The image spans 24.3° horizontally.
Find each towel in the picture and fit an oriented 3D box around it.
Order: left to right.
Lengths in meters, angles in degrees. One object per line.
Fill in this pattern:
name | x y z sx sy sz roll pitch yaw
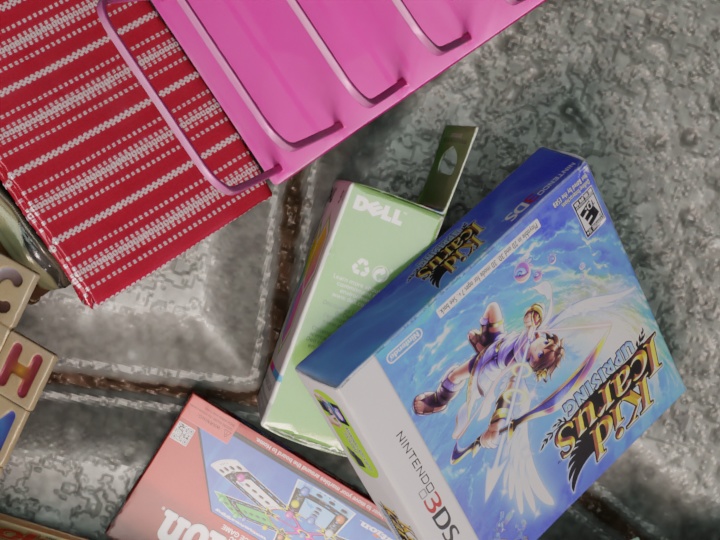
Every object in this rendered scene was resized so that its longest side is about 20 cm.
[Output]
towel | -0.157 -0.093 0.962 0.145 0.022 0.200 -35 92 -31

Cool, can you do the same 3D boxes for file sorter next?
file sorter | -0.022 -0.150 0.912 0.200 0.125 0.139 -33 92 18

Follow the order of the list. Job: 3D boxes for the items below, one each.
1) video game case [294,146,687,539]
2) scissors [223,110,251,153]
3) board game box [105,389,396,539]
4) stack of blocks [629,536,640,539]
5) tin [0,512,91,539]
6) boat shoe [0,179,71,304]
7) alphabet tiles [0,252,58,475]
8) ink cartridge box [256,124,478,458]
video game case | 0.082 0.062 0.951 0.200 0.045 0.181 -41 125 -19
scissors | -0.073 -0.072 1.008 0.073 0.014 0.200 31 90 -6
board game box | -0.044 0.169 1.025 0.200 0.019 0.103 32 92 -6
stack of blocks | 0.166 0.222 0.996 0.200 0.059 0.115 -17 74 -17
tin | -0.196 0.183 0.962 0.200 0.112 0.042 16 107 3
boat shoe | -0.245 -0.061 0.966 0.074 0.076 0.200 -33 92 15
alphabet tiles | -0.256 0.072 0.922 0.166 0.006 0.200 26 90 27
ink cartridge box | 0.000 0.000 0.974 0.059 0.104 0.200 20 92 -7
